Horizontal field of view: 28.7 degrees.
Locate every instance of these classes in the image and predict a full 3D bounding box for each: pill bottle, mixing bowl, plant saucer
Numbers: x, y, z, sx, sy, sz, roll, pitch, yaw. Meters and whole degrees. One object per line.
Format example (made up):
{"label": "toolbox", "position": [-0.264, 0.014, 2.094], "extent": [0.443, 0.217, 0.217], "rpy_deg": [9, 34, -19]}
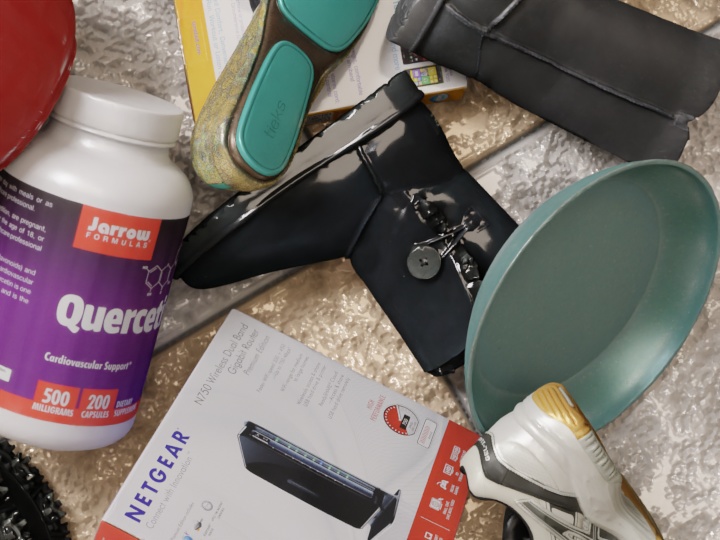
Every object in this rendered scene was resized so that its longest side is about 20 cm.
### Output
{"label": "pill bottle", "position": [-0.164, -0.005, 0.816], "extent": [0.111, 0.113, 0.202], "rpy_deg": [16, 102, -1]}
{"label": "mixing bowl", "position": [-0.227, -0.119, 0.766], "extent": [0.108, 0.200, 0.201], "rpy_deg": [34, 83, -31]}
{"label": "plant saucer", "position": [0.132, 0.017, 0.838], "extent": [0.200, 0.200, 0.036], "rpy_deg": [-44, 49, -6]}

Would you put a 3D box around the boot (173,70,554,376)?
{"label": "boot", "position": [0.000, 0.000, 0.863], "extent": [0.199, 0.076, 0.169], "rpy_deg": [-35, 96, 7]}

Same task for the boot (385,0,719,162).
{"label": "boot", "position": [0.139, -0.161, 0.839], "extent": [0.199, 0.066, 0.165], "rpy_deg": [25, 125, -13]}

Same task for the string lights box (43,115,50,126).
{"label": "string lights box", "position": [-0.282, -0.083, 0.867], "extent": [0.199, 0.059, 0.103], "rpy_deg": [-26, 87, -5]}

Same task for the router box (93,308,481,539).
{"label": "router box", "position": [-0.035, 0.132, 0.799], "extent": [0.178, 0.200, 0.049], "rpy_deg": [27, 126, -1]}

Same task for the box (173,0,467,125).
{"label": "box", "position": [-0.017, -0.158, 0.898], "extent": [0.198, 0.041, 0.120], "rpy_deg": [-9, 85, -6]}

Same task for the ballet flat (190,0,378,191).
{"label": "ballet flat", "position": [-0.047, -0.130, 0.838], "extent": [0.070, 0.071, 0.201], "rpy_deg": [24, 63, 0]}

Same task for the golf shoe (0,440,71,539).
{"label": "golf shoe", "position": [-0.252, 0.136, 0.852], "extent": [0.094, 0.078, 0.201], "rpy_deg": [-37, 86, 12]}

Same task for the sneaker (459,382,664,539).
{"label": "sneaker", "position": [0.130, 0.158, 0.844], "extent": [0.087, 0.076, 0.201], "rpy_deg": [-34, 113, 5]}
